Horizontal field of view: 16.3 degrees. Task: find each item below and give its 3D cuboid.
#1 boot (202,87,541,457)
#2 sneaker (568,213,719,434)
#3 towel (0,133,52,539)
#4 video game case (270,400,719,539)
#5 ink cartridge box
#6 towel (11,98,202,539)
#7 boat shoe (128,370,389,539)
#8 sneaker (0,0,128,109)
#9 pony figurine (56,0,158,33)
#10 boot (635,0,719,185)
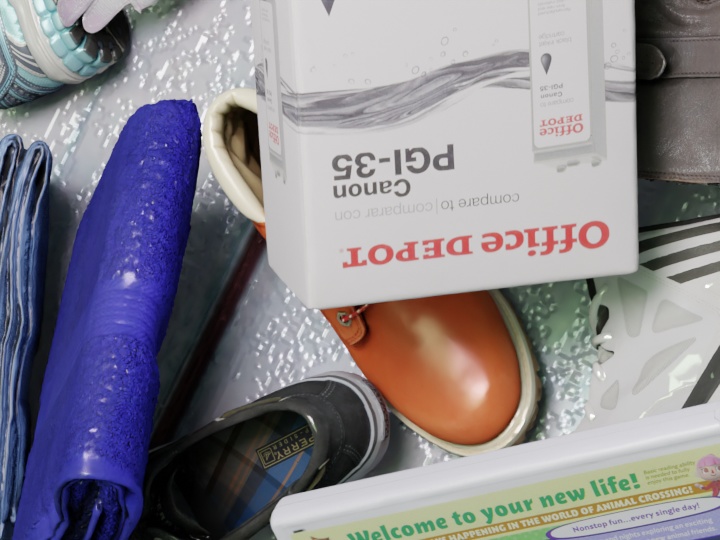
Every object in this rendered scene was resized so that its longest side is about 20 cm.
[{"bbox_3d":[0.000,0.000,1.120,0.075,0.107,0.200,-41,70,12],"label":"boot"},{"bbox_3d":[0.119,0.059,1.090,0.201,0.076,0.115,-48,50,14],"label":"sneaker"},{"bbox_3d":[-0.175,0.037,1.193,0.049,0.112,0.200,3,81,-6],"label":"towel"},{"bbox_3d":[0.087,0.151,1.047,0.200,0.022,0.182,-14,116,22],"label":"video game case"},{"bbox_3d":[0.034,-0.093,1.024,0.146,0.083,0.200,-7,105,-12],"label":"ink cartridge box"},{"bbox_3d":[-0.107,0.039,1.121,0.050,0.148,0.200,16,58,-13],"label":"towel"},{"bbox_3d":[-0.076,0.103,1.148,0.200,0.057,0.069,-34,78,28],"label":"boat shoe"},{"bbox_3d":[-0.194,-0.172,1.247,0.086,0.078,0.200,-30,71,21],"label":"sneaker"},{"bbox_3d":[-0.092,-0.222,1.144,0.193,0.167,0.200,-27,66,10],"label":"pony figurine"},{"bbox_3d":[0.175,-0.117,1.019,0.200,0.069,0.174,-4,95,44],"label":"boot"}]
